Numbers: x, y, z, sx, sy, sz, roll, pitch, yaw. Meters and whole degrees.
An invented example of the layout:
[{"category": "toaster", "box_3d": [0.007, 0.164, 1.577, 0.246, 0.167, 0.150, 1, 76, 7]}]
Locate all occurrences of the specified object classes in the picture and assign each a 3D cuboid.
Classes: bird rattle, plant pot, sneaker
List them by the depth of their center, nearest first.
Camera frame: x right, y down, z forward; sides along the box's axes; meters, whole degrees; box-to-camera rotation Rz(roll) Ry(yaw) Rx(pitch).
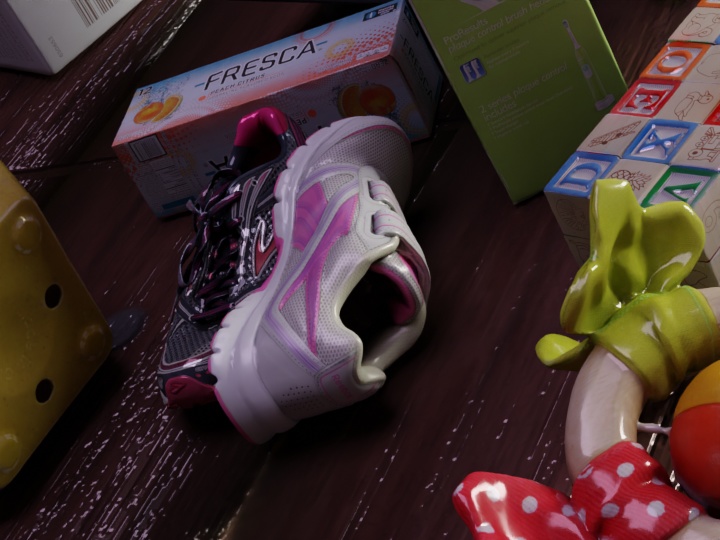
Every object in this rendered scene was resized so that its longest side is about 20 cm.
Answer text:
[{"category": "bird rattle", "box_3d": [0.123, 0.063, 0.614, 0.161, 0.113, 0.201, 4, 47, 19]}, {"category": "sneaker", "box_3d": [0.000, 0.000, 0.821, 0.087, 0.082, 0.201, -7, 48, 31]}, {"category": "sneaker", "box_3d": [-0.070, -0.005, 0.882, 0.080, 0.075, 0.201, -12, 37, 27]}, {"category": "plant pot", "box_3d": [-0.257, 0.026, 0.894, 0.198, 0.196, 0.195, 7, 48, 35]}]

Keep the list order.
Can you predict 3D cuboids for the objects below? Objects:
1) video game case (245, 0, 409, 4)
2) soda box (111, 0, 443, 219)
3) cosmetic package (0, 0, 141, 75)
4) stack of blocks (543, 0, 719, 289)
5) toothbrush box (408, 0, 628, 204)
[{"category": "video game case", "box_3d": [0.028, -0.222, 1.092, 0.180, 0.026, 0.199, -31, 27, -34]}, {"category": "soda box", "box_3d": [-0.052, -0.098, 1.003, 0.198, 0.064, 0.069, -15, 35, 23]}, {"category": "cosmetic package", "box_3d": [-0.288, -0.283, 1.351, 0.167, 0.167, 0.199, -46, 34, -23]}, {"category": "stack of blocks", "box_3d": [0.194, -0.075, 0.773, 0.115, 0.059, 0.200, 12, 52, 47]}, {"category": "toothbrush box", "box_3d": [0.065, -0.162, 0.865, 0.085, 0.201, 0.146, -26, 33, 7]}]
